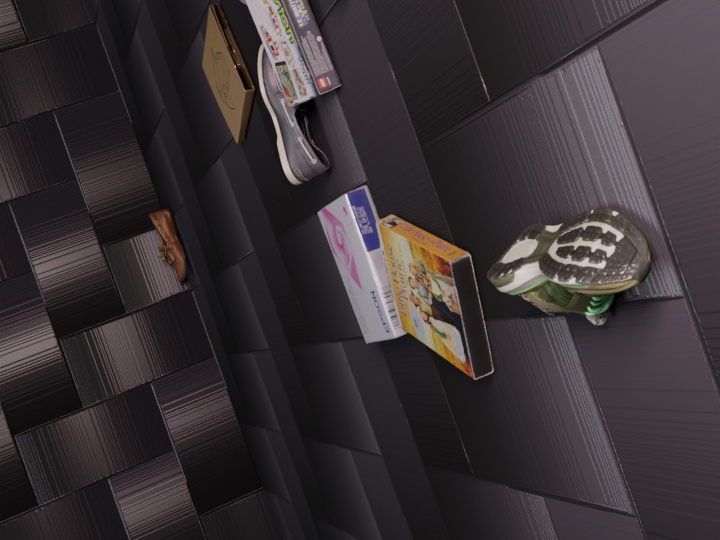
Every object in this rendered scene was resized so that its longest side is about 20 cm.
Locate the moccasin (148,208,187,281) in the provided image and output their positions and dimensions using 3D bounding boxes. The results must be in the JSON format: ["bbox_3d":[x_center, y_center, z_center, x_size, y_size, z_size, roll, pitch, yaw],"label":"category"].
[{"bbox_3d":[-0.529,-0.067,2.957,0.073,0.077,0.205,10,119,70],"label":"moccasin"}]

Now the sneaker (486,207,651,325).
[{"bbox_3d":[0.188,0.006,0.891,0.088,0.077,0.200,41,167,-15],"label":"sneaker"}]

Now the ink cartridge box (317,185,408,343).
[{"bbox_3d":[0.000,0.000,1.467,0.199,0.043,0.200,69,162,1],"label":"ink cartridge box"}]

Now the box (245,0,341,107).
[{"bbox_3d":[-0.097,-0.316,1.373,0.110,0.034,0.203,0,114,65],"label":"box"}]

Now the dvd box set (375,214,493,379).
[{"bbox_3d":[0.083,0.026,1.255,0.200,0.029,0.149,34,141,62],"label":"dvd box set"}]

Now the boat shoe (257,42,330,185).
[{"bbox_3d":[-0.089,-0.225,1.497,0.062,0.072,0.204,-12,93,29],"label":"boat shoe"}]

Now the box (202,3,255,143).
[{"bbox_3d":[-0.226,-0.330,1.827,0.166,0.021,0.200,66,162,12],"label":"box"}]

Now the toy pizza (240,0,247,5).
[{"bbox_3d":[-0.164,-0.462,1.468,0.201,0.031,0.202,52,155,36],"label":"toy pizza"}]
